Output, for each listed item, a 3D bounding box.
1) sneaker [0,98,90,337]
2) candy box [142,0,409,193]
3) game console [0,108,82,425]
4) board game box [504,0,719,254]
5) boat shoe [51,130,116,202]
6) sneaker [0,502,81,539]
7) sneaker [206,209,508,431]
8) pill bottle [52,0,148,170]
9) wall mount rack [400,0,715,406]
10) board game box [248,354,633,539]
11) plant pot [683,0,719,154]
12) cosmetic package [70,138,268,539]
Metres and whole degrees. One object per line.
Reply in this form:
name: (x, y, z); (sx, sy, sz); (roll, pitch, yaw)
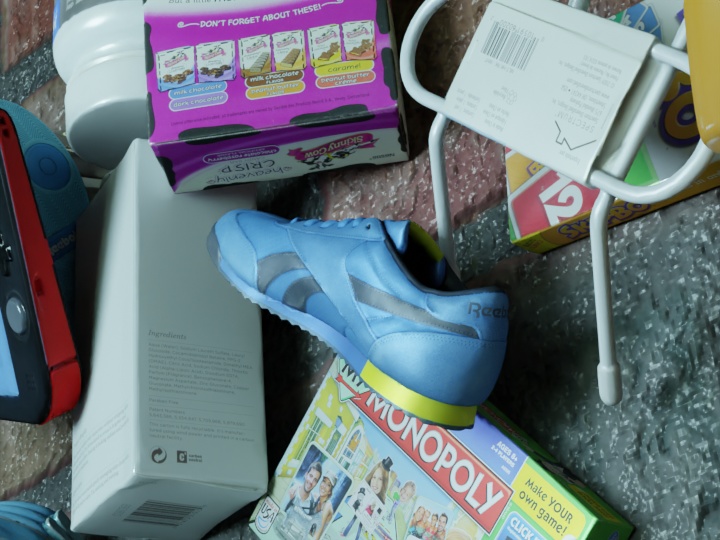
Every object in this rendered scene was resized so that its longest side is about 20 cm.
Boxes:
sneaker: (-0.217, 0.001, 1.051); (0.130, 0.079, 0.201); (-25, 91, 46)
candy box: (-0.051, -0.150, 0.936); (0.135, 0.061, 0.201); (-8, 64, 4)
game console: (-0.232, 0.000, 0.985); (0.199, 0.031, 0.178); (-2, 105, 54)
board game box: (0.147, -0.082, 0.767); (0.199, 0.030, 0.096); (-21, 61, 40)
boat shoe: (-0.203, -0.065, 1.119); (0.199, 0.072, 0.060); (2, 62, 42)
sneaker: (-0.171, 0.200, 0.971); (0.200, 0.131, 0.080); (38, 100, 11)
sneaker: (0.000, 0.000, 0.817); (0.200, 0.066, 0.079); (33, 110, 43)
pill bottle: (-0.135, -0.170, 1.048); (0.113, 0.113, 0.201); (-26, 57, 40)
wall mount rack: (0.090, -0.048, 0.749); (0.200, 0.074, 0.175); (33, 100, 48)
board game box: (0.030, 0.124, 0.815); (0.200, 0.029, 0.135); (40, 107, 48)
plant pot: (0.215, -0.013, 0.553); (0.200, 0.199, 0.185); (-8, 85, 46)
cosmetic package: (-0.110, 0.041, 0.946); (0.113, 0.081, 0.201); (-39, 46, 54)
